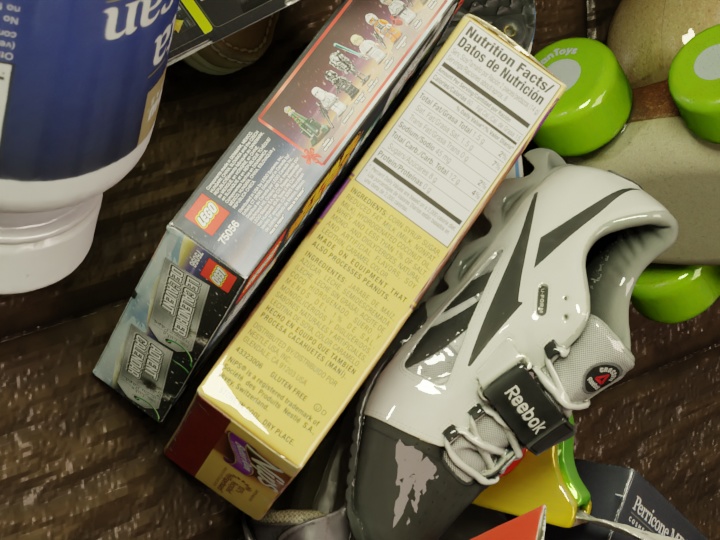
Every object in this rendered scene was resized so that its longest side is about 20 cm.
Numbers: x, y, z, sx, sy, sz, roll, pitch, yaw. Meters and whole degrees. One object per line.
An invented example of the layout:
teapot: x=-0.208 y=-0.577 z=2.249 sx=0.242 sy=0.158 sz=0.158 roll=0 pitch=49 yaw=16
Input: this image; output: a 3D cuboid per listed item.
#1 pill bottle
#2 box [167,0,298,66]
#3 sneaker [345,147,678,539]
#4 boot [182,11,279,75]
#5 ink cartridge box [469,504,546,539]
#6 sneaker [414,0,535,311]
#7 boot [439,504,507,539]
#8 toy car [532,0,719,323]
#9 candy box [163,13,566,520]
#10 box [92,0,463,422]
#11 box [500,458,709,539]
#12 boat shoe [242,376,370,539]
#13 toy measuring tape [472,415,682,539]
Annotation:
pill bottle: x=-0.120 y=-0.092 z=1.002 sx=0.111 sy=0.111 sz=0.201 roll=-37 pitch=152 yaw=-43
box: x=-0.089 y=-0.168 z=1.046 sx=0.200 sy=0.159 sz=0.044 roll=53 pitch=16 yaw=-41
sneaker: x=0.066 y=0.042 z=1.214 sx=0.074 sy=0.088 sz=0.201 roll=42 pitch=73 yaw=-47
boot: x=-0.006 y=-0.177 z=1.143 sx=0.072 sy=0.154 sz=0.202 roll=14 pitch=83 yaw=-51
ink cartridge box: x=0.012 y=0.188 z=1.138 sx=0.050 sy=0.109 sz=0.201 roll=26 pitch=57 yaw=-23
sneaker: x=0.042 y=-0.059 z=1.307 sx=0.072 sy=0.071 sz=0.202 roll=117 pitch=-23 yaw=-79
boot: x=0.032 y=0.168 z=1.279 sx=0.201 sy=0.073 sz=0.076 roll=-94 pitch=-163 yaw=-52
toy car: x=0.181 y=-0.103 z=1.414 sx=0.165 sy=0.157 sz=0.201 roll=55 pitch=42 yaw=-43
candy box: x=0.000 y=0.000 z=1.187 sx=0.056 sy=0.117 sz=0.200 roll=36 pitch=71 yaw=0
box: x=-0.027 y=-0.045 z=1.164 sx=0.200 sy=0.040 sz=0.137 roll=-54 pitch=178 yaw=-31
box: x=0.106 y=0.211 z=1.385 sx=0.200 sy=0.104 sz=0.183 roll=43 pitch=63 yaw=-46
boat shoe: x=-0.021 y=0.119 z=1.243 sx=0.065 sy=0.072 sz=0.201 roll=34 pitch=70 yaw=-37
toy measuring tape: x=0.097 y=0.081 z=1.287 sx=0.074 sy=0.199 sz=0.074 roll=13 pitch=90 yaw=-74
